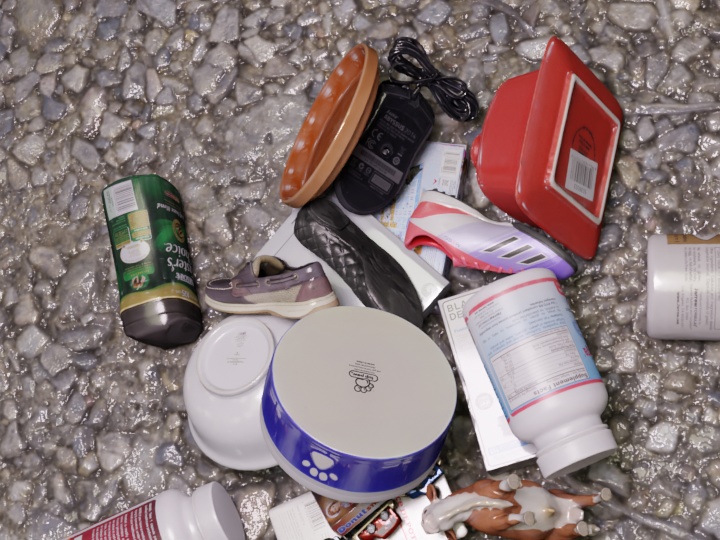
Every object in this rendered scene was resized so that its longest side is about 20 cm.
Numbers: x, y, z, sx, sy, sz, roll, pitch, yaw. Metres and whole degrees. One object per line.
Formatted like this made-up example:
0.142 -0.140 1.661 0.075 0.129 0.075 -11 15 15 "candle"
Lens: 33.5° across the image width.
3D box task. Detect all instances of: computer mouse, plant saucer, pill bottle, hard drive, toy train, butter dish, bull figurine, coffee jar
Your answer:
0.034 -0.155 1.380 0.201 0.138 0.053 -55 28 -2 "computer mouse"
-0.032 -0.161 1.353 0.032 0.200 0.201 26 81 -17 "plant saucer"
0.190 0.108 1.244 0.108 0.109 0.201 -23 72 6 "pill bottle"
-0.011 0.002 1.381 0.200 0.027 0.132 41 89 17 "hard drive"
0.019 0.264 1.273 0.200 0.034 0.046 -44 73 -1 "toy train"
0.192 -0.133 1.349 0.147 0.200 0.201 3 74 37 "butter dish"
0.161 0.249 1.239 0.199 0.121 0.066 7 73 -25 "bull figurine"
0.408 0.018 1.276 0.198 0.114 0.115 1 76 13 "pill bottle"
-0.237 0.318 1.349 0.199 0.113 0.114 -25 71 6 "pill bottle"
-0.250 -0.008 1.442 0.085 0.104 0.201 -16 73 11 "coffee jar"

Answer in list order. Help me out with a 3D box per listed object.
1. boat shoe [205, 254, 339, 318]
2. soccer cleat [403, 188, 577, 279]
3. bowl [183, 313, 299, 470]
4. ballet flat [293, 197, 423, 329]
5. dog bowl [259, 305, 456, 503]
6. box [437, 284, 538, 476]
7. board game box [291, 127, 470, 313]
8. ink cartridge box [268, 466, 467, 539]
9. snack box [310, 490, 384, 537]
-0.104 0.014 1.349 0.199 0.072 0.065 4 106 47 "boat shoe"
0.143 -0.023 1.327 0.199 0.068 0.073 25 76 22 "soccer cleat"
-0.124 0.117 1.356 0.200 0.090 0.202 -11 55 16 "bowl"
0.000 0.000 1.347 0.066 0.057 0.200 -26 68 -40 "ballet flat"
-0.003 0.135 1.242 0.199 0.079 0.201 8 46 -8 "dog bowl"
0.168 0.115 1.335 0.116 0.060 0.201 -16 72 8 "box"
0.016 -0.062 1.427 0.198 0.041 0.201 9 78 15 "board game box"
0.013 0.282 1.324 0.199 0.067 0.118 -24 72 6 "ink cartridge box"
-0.034 0.206 1.320 0.072 0.024 0.200 -39 35 0 "snack box"
